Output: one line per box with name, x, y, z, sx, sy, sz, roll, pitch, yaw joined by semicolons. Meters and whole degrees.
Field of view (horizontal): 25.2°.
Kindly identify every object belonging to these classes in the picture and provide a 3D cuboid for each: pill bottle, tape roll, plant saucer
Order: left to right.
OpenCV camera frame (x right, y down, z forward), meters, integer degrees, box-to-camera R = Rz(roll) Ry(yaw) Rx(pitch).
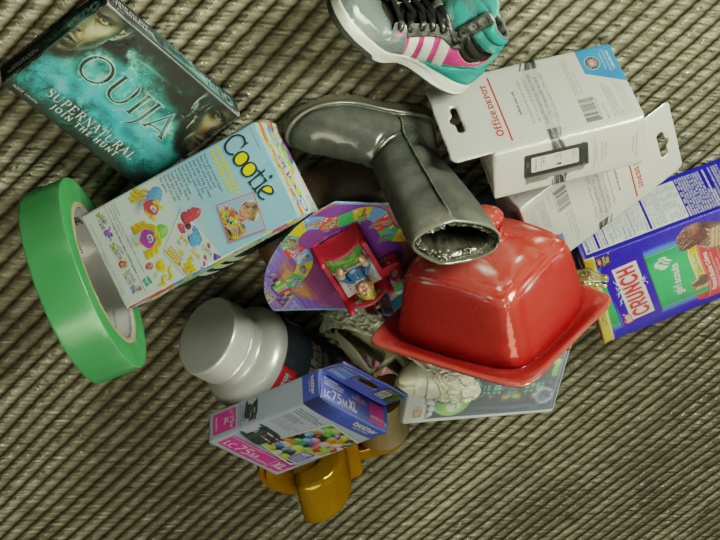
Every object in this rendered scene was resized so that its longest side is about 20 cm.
tape roll;-0.274;0.010;1.597;0.048;0.202;0.201;-22;140;5
pill bottle;-0.106;0.111;1.833;0.119;0.120;0.199;-38;136;23
plant saucer;-0.015;-0.040;1.766;0.198;0.037;0.202;-10;139;-8

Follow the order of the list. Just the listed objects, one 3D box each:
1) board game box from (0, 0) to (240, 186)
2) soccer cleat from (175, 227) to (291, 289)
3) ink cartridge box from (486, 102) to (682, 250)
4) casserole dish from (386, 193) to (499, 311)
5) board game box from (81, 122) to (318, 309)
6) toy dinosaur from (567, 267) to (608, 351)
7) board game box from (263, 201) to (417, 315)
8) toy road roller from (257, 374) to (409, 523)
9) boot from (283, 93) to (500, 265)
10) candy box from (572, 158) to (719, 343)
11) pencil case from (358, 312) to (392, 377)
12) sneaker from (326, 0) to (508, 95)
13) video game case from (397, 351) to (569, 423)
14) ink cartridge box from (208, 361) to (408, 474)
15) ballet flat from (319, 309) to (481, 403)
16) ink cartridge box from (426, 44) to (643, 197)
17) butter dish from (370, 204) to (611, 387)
board game box;-0.227;-0.171;1.546;0.135;0.028;0.200;-33;137;18
soccer cleat;-0.152;-0.030;1.712;0.198;0.068;0.081;-23;154;10
ink cartridge box;0.244;-0.107;1.738;0.199;0.068;0.116;-35;141;-7
casserole dish;0.095;-0.024;1.787;0.198;0.039;0.122;-24;147;-22
board game box;-0.158;-0.057;1.612;0.198;0.106;0.103;-27;180;11
toy dinosaur;0.183;0.050;1.803;0.198;0.058;0.102;-17;114;-19
board game box;0.000;0.000;1.662;0.198;0.039;0.159;0;136;-34
toy road roller;-0.029;0.218;1.962;0.197;0.147;0.124;-15;140;-4
boot;0.028;-0.087;1.599;0.179;0.202;0.073;-4;139;-16
candy box;0.352;-0.022;1.889;0.198;0.078;0.170;-20;140;4
pencil case;0.088;0.073;1.891;0.197;0.087;0.084;-9;132;-15
sneaker;0.071;-0.243;1.529;0.199;0.084;0.120;17;134;-44
video game case;0.151;0.095;1.859;0.197;0.023;0.184;-3;126;-20
ink cartridge box;-0.057;0.164;1.774;0.199;0.042;0.119;-26;141;30
ballet flat;0.038;0.100;1.788;0.072;0.199;0.072;-53;169;-15
ink cartridge box;0.175;-0.148;1.640;0.197;0.117;0.068;-13;139;-5
butter dish;0.131;0.004;1.649;0.199;0.198;0.150;-37;131;-42
